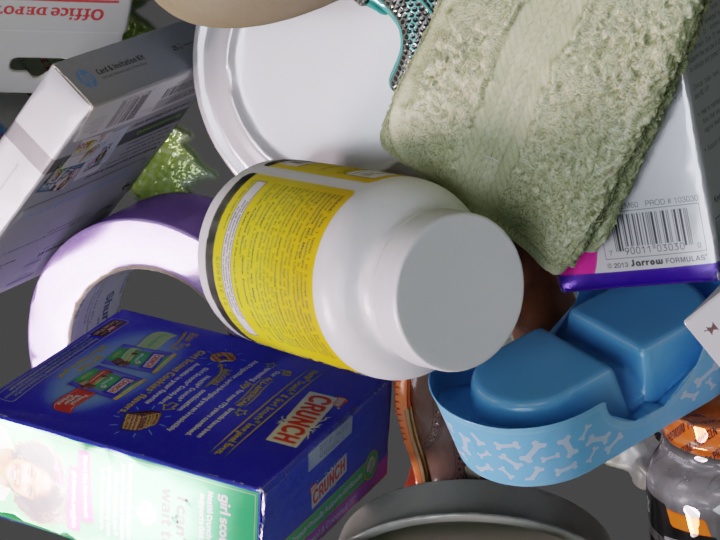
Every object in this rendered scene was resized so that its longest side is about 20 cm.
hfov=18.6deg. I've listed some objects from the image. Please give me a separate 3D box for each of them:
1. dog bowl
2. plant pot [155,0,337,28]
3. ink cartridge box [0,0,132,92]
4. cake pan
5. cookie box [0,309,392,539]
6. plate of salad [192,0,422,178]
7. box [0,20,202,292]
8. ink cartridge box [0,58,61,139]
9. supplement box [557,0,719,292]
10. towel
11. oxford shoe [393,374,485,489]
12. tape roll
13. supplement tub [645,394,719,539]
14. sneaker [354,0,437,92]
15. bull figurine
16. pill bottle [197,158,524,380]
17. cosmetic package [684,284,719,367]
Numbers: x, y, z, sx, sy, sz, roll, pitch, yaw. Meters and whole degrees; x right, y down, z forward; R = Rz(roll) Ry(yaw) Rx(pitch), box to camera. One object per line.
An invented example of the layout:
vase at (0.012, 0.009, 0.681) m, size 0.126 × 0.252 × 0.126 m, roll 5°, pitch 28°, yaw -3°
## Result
dog bowl at (0.132, 0.056, 1.240) m, size 0.111 × 0.199 × 0.050 m, roll 30°, pitch 140°, yaw 48°
plant pot at (-0.062, -0.212, 1.218) m, size 0.188 × 0.187 × 0.200 m, roll 56°, pitch 159°, yaw 1°
ink cartridge box at (-0.198, -0.214, 1.370) m, size 0.067 × 0.117 × 0.201 m, roll 45°, pitch 129°, yaw 49°
cake pan at (0.071, 0.189, 1.358) m, size 0.199 × 0.037 × 0.201 m, roll 3°, pitch 143°, yaw 2°
cookie box at (-0.105, 0.105, 1.331) m, size 0.199 × 0.171 × 0.076 m, roll 13°, pitch 116°, yaw 24°
plate of salad at (-0.009, -0.126, 1.342) m, size 0.199 × 0.048 × 0.201 m, roll 4°, pitch 100°, yaw 22°
box at (-0.187, -0.065, 1.400) m, size 0.041 × 0.156 × 0.200 m, roll 45°, pitch 122°, yaw 9°
ink cartridge box at (-0.282, -0.116, 1.408) m, size 0.085 × 0.200 × 0.145 m, roll -35°, pitch 89°, yaw 29°
supplement box at (0.155, -0.101, 1.236) m, size 0.101 × 0.103 × 0.201 m, roll -4°, pitch 106°, yaw 30°
towel at (0.099, -0.110, 1.183) m, size 0.148 × 0.036 × 0.201 m, roll 33°, pitch 120°, yaw 15°
oxford shoe at (0.061, 0.093, 1.384) m, size 0.072 × 0.071 × 0.201 m, roll -2°, pitch 112°, yaw 9°
tape roll at (-0.121, 0.053, 1.459) m, size 0.199 × 0.066 × 0.201 m, roll 9°, pitch 111°, yaw 24°
supplement tub at (0.229, 0.168, 1.277) m, size 0.122 × 0.122 × 0.201 m, roll 3°, pitch 108°, yaw 27°
sneaker at (0.029, -0.187, 1.262) m, size 0.091 × 0.078 × 0.201 m, roll -19°, pitch 79°, yaw 14°
bull figurine at (0.103, 0.055, 1.321) m, size 0.201 × 0.121 × 0.065 m, roll 62°, pitch 153°, yaw 5°
pill bottle at (0.000, 0.000, 1.236) m, size 0.200 × 0.112 × 0.113 m, roll 13°, pitch 117°, yaw 57°
cosmetic package at (0.277, 0.070, 1.201) m, size 0.200 × 0.151 × 0.052 m, roll 51°, pitch 122°, yaw 3°
